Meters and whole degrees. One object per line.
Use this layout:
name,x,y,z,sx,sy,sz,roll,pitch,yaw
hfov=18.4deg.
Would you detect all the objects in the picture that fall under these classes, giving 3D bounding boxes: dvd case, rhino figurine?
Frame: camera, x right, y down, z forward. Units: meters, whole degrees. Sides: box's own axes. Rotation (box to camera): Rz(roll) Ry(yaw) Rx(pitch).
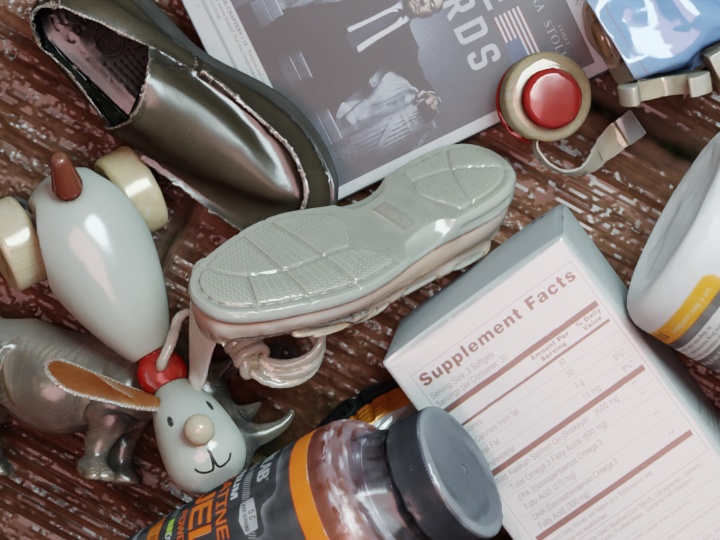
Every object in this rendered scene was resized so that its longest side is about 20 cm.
dvd case,0.019,-0.135,1.185,0.199,0.025,0.151,-25,96,8
rhino figurine,-0.135,0.072,1.209,0.198,0.060,0.088,3,82,2

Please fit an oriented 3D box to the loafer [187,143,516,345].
loafer,0.000,0.000,1.141,0.072,0.199,0.063,39,142,35

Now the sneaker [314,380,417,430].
sneaker,-0.011,0.151,1.214,0.092,0.076,0.200,35,107,-9

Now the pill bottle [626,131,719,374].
pill bottle,0.240,0.022,1.090,0.199,0.116,0.117,30,100,-3

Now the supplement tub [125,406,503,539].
supplement tub,-0.029,0.143,1.108,0.199,0.107,0.107,-31,95,21

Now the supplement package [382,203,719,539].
supplement package,0.118,0.083,1.164,0.117,0.117,0.200,-36,94,11

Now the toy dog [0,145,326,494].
toy dog,-0.119,0.011,1.149,0.200,0.096,0.132,37,72,14

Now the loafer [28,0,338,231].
loafer,-0.101,-0.080,1.164,0.200,0.071,0.073,38,118,7

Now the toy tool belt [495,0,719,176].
toy tool belt,0.160,-0.132,1.109,0.199,0.123,0.125,-35,97,-3
